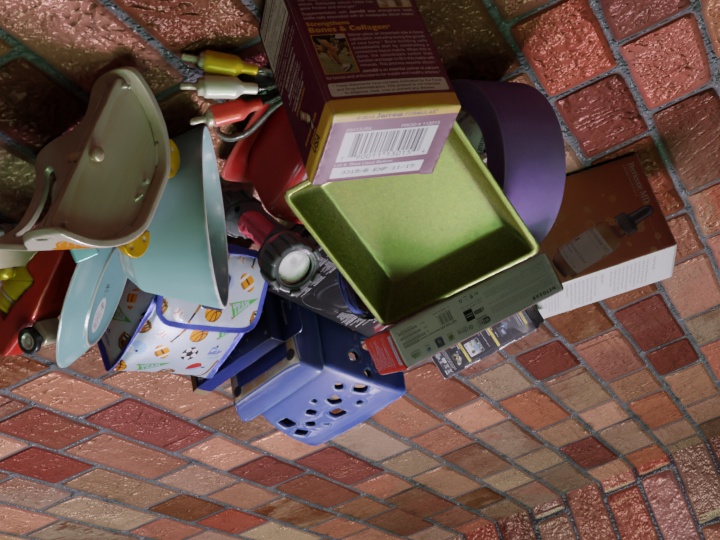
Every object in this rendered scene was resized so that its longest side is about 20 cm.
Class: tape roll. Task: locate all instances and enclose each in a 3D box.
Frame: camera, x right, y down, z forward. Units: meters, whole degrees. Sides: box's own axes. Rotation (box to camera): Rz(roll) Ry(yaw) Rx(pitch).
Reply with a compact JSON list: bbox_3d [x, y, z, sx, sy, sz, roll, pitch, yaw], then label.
[{"bbox_3d":[0.141,-0.116,1.410,0.085,0.201,0.200,-1,150,-28],"label":"tape roll"}]

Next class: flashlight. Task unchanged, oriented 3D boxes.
[{"bbox_3d":[-0.115,-0.038,1.422,0.068,0.200,0.068,-40,127,-9],"label":"flashlight"}]

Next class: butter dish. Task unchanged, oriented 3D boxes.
[{"bbox_3d":[-0.029,-0.110,1.380,0.198,0.148,0.200,-1,150,-30],"label":"butter dish"}]

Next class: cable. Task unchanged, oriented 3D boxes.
[{"bbox_3d":[-0.083,-0.185,1.264,0.199,0.098,0.050,-7,-166,-3],"label":"cable"}]

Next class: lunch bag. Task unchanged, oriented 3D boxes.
[{"bbox_3d":[-0.227,0.042,1.595,0.169,0.124,0.200,9,130,-43],"label":"lunch bag"}]

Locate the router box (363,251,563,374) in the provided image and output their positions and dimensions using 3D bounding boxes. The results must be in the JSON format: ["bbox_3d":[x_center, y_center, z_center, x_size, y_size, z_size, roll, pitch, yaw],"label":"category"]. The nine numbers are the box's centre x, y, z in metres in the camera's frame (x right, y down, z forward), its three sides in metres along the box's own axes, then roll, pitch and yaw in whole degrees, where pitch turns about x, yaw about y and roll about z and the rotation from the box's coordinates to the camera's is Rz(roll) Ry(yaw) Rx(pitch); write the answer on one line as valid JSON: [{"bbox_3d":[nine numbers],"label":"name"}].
[{"bbox_3d":[0.113,0.052,1.416,0.199,0.049,0.179,-26,178,-10],"label":"router box"}]

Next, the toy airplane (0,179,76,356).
[{"bbox_3d":[-0.366,-0.021,1.394,0.199,0.141,0.200,-49,155,-25],"label":"toy airplane"}]

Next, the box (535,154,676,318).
[{"bbox_3d":[0.313,-0.046,1.705,0.199,0.153,0.106,-19,154,2],"label":"box"}]

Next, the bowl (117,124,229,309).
[{"bbox_3d":[-0.207,-0.053,1.343,0.104,0.202,0.201,-6,154,0],"label":"bowl"}]

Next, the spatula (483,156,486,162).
[{"bbox_3d":[0.141,-0.137,1.574,0.199,0.021,0.057,-13,155,-6],"label":"spatula"}]

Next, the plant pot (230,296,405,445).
[{"bbox_3d":[-0.077,0.111,1.739,0.179,0.201,0.200,18,140,-40],"label":"plant pot"}]

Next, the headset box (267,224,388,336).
[{"bbox_3d":[0.000,0.000,1.627,0.199,0.078,0.149,25,135,-29],"label":"headset box"}]

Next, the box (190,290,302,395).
[{"bbox_3d":[-0.165,0.072,1.682,0.200,0.122,0.032,-34,145,30],"label":"box"}]

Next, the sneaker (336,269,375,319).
[{"bbox_3d":[0.018,-0.041,1.490,0.075,0.201,0.078,9,172,-8],"label":"sneaker"}]

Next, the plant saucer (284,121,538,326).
[{"bbox_3d":[0.055,-0.062,1.296,0.199,0.048,0.200,-27,118,21],"label":"plant saucer"}]

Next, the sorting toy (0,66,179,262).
[{"bbox_3d":[-0.291,-0.083,1.247,0.179,0.201,0.107,-8,143,37],"label":"sorting toy"}]

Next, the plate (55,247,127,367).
[{"bbox_3d":[-0.291,0.018,1.388,0.025,0.201,0.200,19,149,1],"label":"plate"}]

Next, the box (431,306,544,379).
[{"bbox_3d":[0.132,0.027,1.695,0.161,0.201,0.049,-33,-179,30],"label":"box"}]

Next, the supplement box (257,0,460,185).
[{"bbox_3d":[-0.007,-0.192,1.166,0.130,0.201,0.103,-7,148,-20],"label":"supplement box"}]
